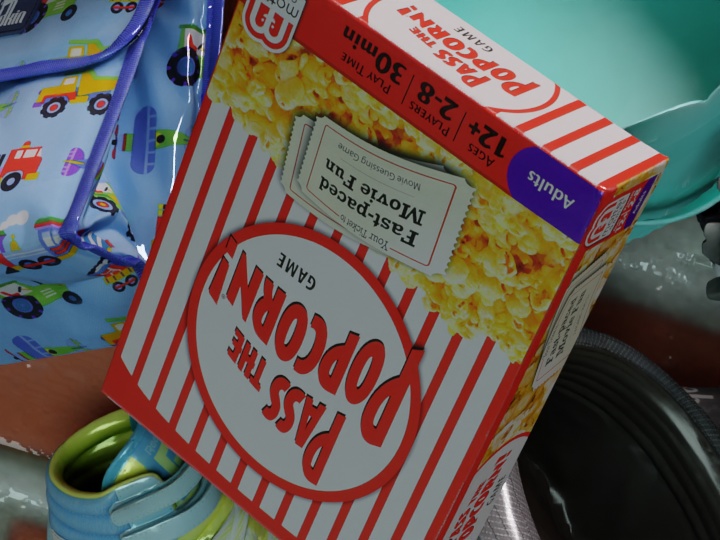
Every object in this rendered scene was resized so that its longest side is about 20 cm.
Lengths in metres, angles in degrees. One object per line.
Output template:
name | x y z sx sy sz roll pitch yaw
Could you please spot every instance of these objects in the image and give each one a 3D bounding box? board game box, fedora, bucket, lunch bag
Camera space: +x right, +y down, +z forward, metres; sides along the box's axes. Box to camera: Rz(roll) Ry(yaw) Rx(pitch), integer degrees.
board game box | 0.001 0.005 0.768 0.151 0.046 0.201 36 125 21
fedora | 0.091 0.123 0.876 0.090 0.177 0.200 -37 87 38
bucket | 0.078 -0.112 0.852 0.206 0.135 0.208 -2 68 4
lunch bag | -0.135 -0.070 0.915 0.150 0.201 0.094 -10 148 29

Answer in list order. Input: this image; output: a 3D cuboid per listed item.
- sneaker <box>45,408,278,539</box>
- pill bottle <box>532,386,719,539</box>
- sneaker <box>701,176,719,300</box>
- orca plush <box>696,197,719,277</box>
sneaker | -0.060 0.125 1.018 0.199 0.080 0.131 4 129 7
pill bottle | 0.156 0.110 0.992 0.199 0.116 0.117 -1 112 5
sneaker | 0.203 -0.060 0.789 0.098 0.071 0.201 33 96 18
orca plush | 0.202 0.051 0.893 0.071 0.105 0.200 -31 90 -22
